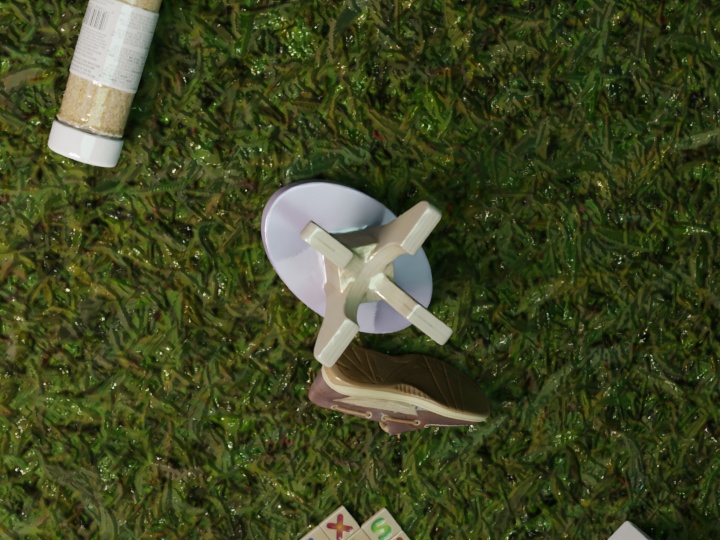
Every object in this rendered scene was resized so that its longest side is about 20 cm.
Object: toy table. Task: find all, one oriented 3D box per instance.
[{"bbox_3d":[0.000,0.000,1.640,0.199,0.117,0.185,24,96,-21],"label":"toy table"}]

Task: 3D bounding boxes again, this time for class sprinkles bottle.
[{"bbox_3d":[-0.231,-0.200,1.546,0.068,0.068,0.202,15,99,-19],"label":"sprinkles bottle"}]

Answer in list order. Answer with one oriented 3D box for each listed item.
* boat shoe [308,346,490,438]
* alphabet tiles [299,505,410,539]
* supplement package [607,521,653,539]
[{"bbox_3d":[0.039,0.133,1.719,0.199,0.072,0.072,12,131,-29],"label":"boat shoe"},{"bbox_3d":[-0.001,0.353,1.787,0.166,0.006,0.201,-38,111,-5],"label":"alphabet tiles"},{"bbox_3d":[0.336,0.416,1.803,0.147,0.191,0.200,-44,112,-1],"label":"supplement package"}]
